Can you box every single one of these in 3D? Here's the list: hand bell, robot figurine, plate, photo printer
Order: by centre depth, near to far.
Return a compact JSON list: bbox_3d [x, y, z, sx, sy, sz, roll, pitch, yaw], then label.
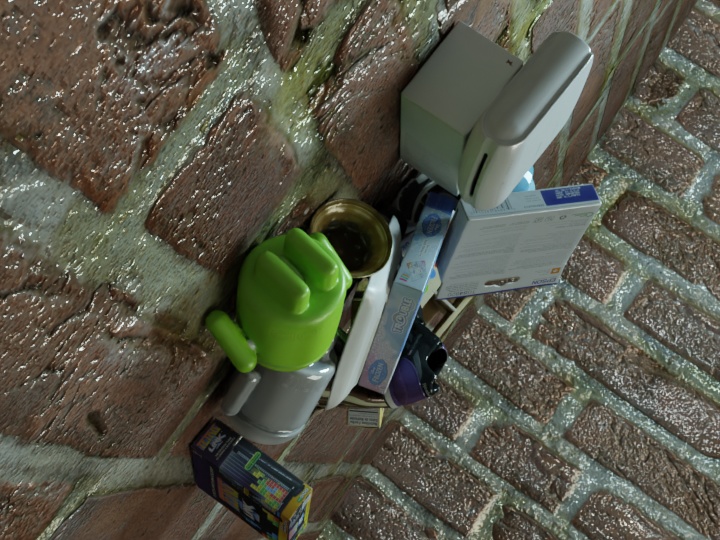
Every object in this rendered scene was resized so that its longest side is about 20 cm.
[{"bbox_3d":[-0.078,0.038,1.267,0.175,0.116,0.200,-42,164,-26],"label":"robot figurine"},{"bbox_3d":[0.191,-0.172,1.386,0.200,0.069,0.166,-50,168,-24],"label":"photo printer"},{"bbox_3d":[-0.044,0.001,1.439,0.104,0.104,0.200,-48,179,-32],"label":"hand bell"},{"bbox_3d":[-0.104,0.140,1.456,0.170,0.113,0.200,-7,134,-47],"label":"robot figurine"},{"bbox_3d":[0.011,0.056,1.493,0.200,0.032,0.200,-68,177,-57],"label":"plate"}]

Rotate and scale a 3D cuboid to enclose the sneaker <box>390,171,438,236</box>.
[{"bbox_3d":[0.097,-0.118,1.685,0.200,0.074,0.080,-42,180,-39],"label":"sneaker"}]

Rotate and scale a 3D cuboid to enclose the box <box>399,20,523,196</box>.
[{"bbox_3d":[0.123,-0.199,1.456,0.124,0.097,0.200,-52,169,-13],"label":"box"}]

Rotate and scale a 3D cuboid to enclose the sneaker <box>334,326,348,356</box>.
[{"bbox_3d":[-0.064,0.133,1.693,0.084,0.077,0.200,-46,162,-29],"label":"sneaker"}]

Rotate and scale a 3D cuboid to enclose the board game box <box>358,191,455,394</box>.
[{"bbox_3d":[0.063,0.030,1.549,0.199,0.043,0.200,-65,175,-48],"label":"board game box"}]

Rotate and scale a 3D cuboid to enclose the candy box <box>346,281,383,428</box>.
[{"bbox_3d":[0.014,0.127,1.765,0.117,0.056,0.200,-69,163,-74],"label":"candy box"}]

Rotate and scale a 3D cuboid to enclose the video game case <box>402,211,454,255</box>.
[{"bbox_3d":[0.111,-0.069,1.802,0.182,0.022,0.200,-38,179,34],"label":"video game case"}]

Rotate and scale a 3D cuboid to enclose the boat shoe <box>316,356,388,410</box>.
[{"bbox_3d":[-0.044,0.165,1.646,0.075,0.202,0.075,124,-26,-43],"label":"boat shoe"}]

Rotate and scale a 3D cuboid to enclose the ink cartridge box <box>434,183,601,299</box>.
[{"bbox_3d":[0.209,-0.038,1.592,0.199,0.041,0.200,-7,148,-17],"label":"ink cartridge box"}]

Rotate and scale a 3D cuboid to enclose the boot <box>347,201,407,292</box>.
[{"bbox_3d":[0.000,0.000,1.630,0.132,0.070,0.200,-46,155,-25],"label":"boot"}]

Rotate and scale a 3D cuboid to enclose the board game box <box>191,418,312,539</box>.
[{"bbox_3d":[-0.150,0.299,1.584,0.057,0.165,0.200,-52,168,-24],"label":"board game box"}]

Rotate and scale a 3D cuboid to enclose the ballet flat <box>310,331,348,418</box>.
[{"bbox_3d":[-0.066,0.177,1.837,0.067,0.068,0.200,-34,155,-44],"label":"ballet flat"}]

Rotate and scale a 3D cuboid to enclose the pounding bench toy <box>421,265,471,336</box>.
[{"bbox_3d":[0.082,0.062,1.933,0.156,0.124,0.200,-50,-176,-16],"label":"pounding bench toy"}]

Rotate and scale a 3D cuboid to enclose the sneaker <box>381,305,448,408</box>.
[{"bbox_3d":[0.089,0.114,1.653,0.200,0.087,0.076,-80,148,-47],"label":"sneaker"}]

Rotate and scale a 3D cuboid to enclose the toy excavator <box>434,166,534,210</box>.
[{"bbox_3d":[0.196,-0.090,1.647,0.194,0.200,0.100,-7,-133,55],"label":"toy excavator"}]
